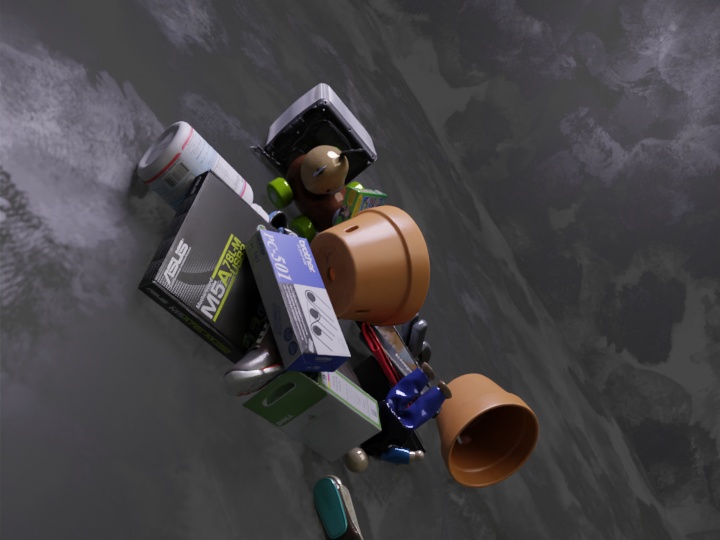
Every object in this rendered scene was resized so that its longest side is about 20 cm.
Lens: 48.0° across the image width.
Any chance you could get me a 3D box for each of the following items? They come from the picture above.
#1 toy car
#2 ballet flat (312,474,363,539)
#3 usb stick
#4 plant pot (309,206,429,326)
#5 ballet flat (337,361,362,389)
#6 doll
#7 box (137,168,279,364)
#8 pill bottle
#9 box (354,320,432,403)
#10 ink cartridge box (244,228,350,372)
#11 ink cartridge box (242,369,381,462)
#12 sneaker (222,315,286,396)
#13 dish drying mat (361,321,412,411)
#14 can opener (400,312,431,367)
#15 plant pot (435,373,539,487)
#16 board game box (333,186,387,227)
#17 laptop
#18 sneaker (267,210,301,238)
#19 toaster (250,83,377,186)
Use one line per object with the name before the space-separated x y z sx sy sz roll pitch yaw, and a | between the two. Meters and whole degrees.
toy car | -0.058 -0.163 1.483 0.163 0.200 0.160 -33 88 -25
ballet flat | -0.015 0.372 1.090 0.062 0.066 0.203 46 22 -49
usb stick | 0.069 0.176 1.422 0.201 0.033 0.055 49 9 3
plant pot | 0.000 0.000 1.353 0.138 0.200 0.203 -9 64 -39
ballet flat | -0.066 0.136 1.249 0.201 0.046 0.067 51 16 -5
doll | 0.054 0.241 1.262 0.137 0.199 0.049 46 -12 16
box | -0.193 -0.004 1.143 0.193 0.047 0.203 46 49 -32
pill bottle | -0.235 -0.120 1.232 0.200 0.108 0.110 46 23 -28
box | 0.060 0.157 1.508 0.203 0.059 0.117 59 -2 3
ink cartridge box | -0.089 0.041 1.124 0.093 0.044 0.203 10 48 -46
ink cartridge box | -0.069 0.191 1.167 0.199 0.103 0.060 41 25 -35
sneaker | -0.129 0.108 1.115 0.199 0.077 0.083 -21 77 -55
dish drying mat | 0.052 0.174 1.340 0.202 0.018 0.077 62 -3 -38
can opener | 0.106 0.136 1.583 0.053 0.066 0.202 47 -19 24
plant pot | 0.231 0.299 1.584 0.199 0.200 0.141 40 10 -35
board game box | -0.020 -0.054 1.516 0.029 0.204 0.134 24 12 20
laptop | 0.065 0.230 1.406 0.180 0.102 0.199 61 24 9
sneaker | -0.140 -0.025 1.333 0.078 0.088 0.203 34 31 -42
toaster | -0.092 -0.258 1.651 0.200 0.180 0.120 45 18 -25
